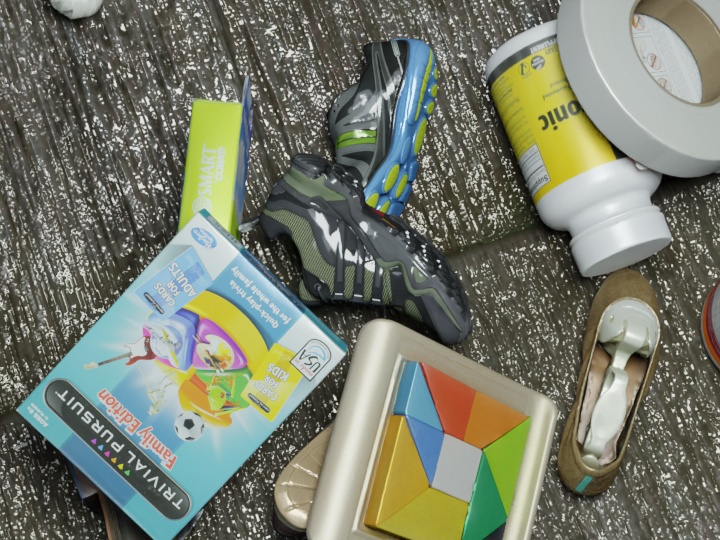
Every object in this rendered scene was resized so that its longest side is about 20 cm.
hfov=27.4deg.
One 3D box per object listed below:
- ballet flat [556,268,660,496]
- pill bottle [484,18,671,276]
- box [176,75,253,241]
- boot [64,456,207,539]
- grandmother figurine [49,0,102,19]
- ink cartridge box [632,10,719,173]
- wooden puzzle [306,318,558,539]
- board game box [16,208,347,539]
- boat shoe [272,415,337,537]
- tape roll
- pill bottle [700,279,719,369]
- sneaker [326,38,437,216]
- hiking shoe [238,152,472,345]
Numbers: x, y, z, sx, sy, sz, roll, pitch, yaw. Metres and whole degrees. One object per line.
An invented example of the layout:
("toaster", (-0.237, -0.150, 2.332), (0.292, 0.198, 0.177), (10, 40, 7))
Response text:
("ballet flat", (0.209, 0.086, 1.213), (0.067, 0.072, 0.201), (20, 74, 3))
("pill bottle", (0.187, -0.102, 1.245), (0.110, 0.111, 0.202), (-18, 77, -9))
("box", (-0.120, -0.045, 1.200), (0.047, 0.122, 0.202), (5, 74, -2))
("boot", (-0.150, 0.201, 1.154), (0.096, 0.075, 0.201), (-27, 76, -8))
("grandmother figurine", (-0.251, -0.314, 1.301), (0.120, 0.061, 0.202), (-4, 72, 4))
("ink cartridge box", (0.268, -0.159, 1.262), (0.199, 0.050, 0.163), (-12, 74, -31))
("wooden puzzle", (0.065, 0.156, 1.160), (0.199, 0.037, 0.187), (25, 71, -29))
("board game box", (-0.131, 0.080, 1.097), (0.151, 0.047, 0.200), (43, 94, -3))
("boat shoe", (0.000, 0.141, 1.187), (0.072, 0.065, 0.200), (46, 58, 4))
("tape roll", (0.251, -0.173, 1.206), (0.201, 0.037, 0.205), (13, 62, -25))
("pill bottle", (0.349, 0.024, 1.174), (0.108, 0.200, 0.111), (1, 74, -4))
("sneaker", (0.006, -0.106, 1.264), (0.082, 0.071, 0.201), (12, 76, 24))
("hiking shoe", (0.000, 0.000, 1.190), (0.200, 0.076, 0.101), (43, 106, -1))
